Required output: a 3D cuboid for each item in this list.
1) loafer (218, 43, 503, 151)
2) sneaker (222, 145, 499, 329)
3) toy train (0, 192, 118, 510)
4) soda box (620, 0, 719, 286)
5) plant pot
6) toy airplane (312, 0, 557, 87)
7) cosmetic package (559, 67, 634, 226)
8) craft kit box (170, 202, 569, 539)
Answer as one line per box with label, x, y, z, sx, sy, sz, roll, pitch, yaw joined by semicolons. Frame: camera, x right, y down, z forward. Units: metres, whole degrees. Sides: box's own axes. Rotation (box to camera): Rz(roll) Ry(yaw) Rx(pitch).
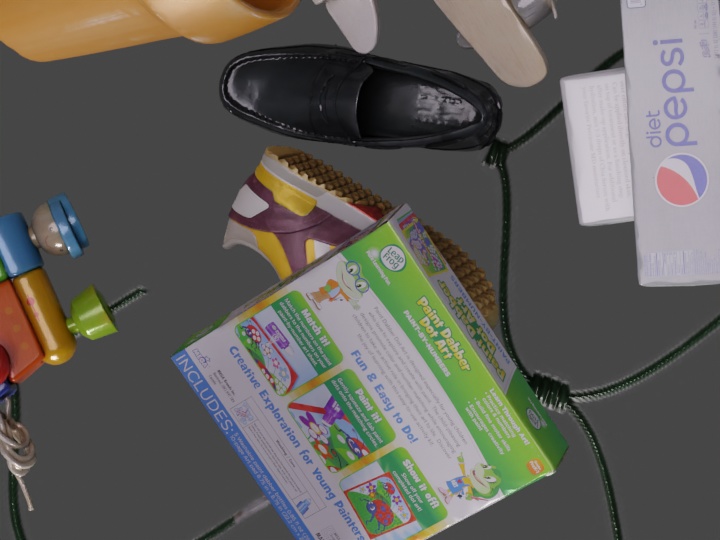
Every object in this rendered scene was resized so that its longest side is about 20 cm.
loafer;-0.002;-0.119;1.498;0.199;0.070;0.069;8;93;10
sneaker;0.000;0.000;1.508;0.200;0.075;0.090;35;108;12
toy train;-0.220;0.052;1.545;0.115;0.085;0.201;-25;87;-3
soda box;0.201;-0.091;1.390;0.063;0.068;0.201;-4;91;9
plant pot;-0.164;-0.230;1.475;0.183;0.200;0.201;-20;88;25
toy airplane;0.050;-0.236;1.463;0.198;0.141;0.201;18;124;23
cosmetic package;0.238;-0.092;1.454;0.199;0.071;0.102;-7;90;11
craft kit box;0.005;0.087;1.475;0.197;0.049;0.201;-30;97;29
